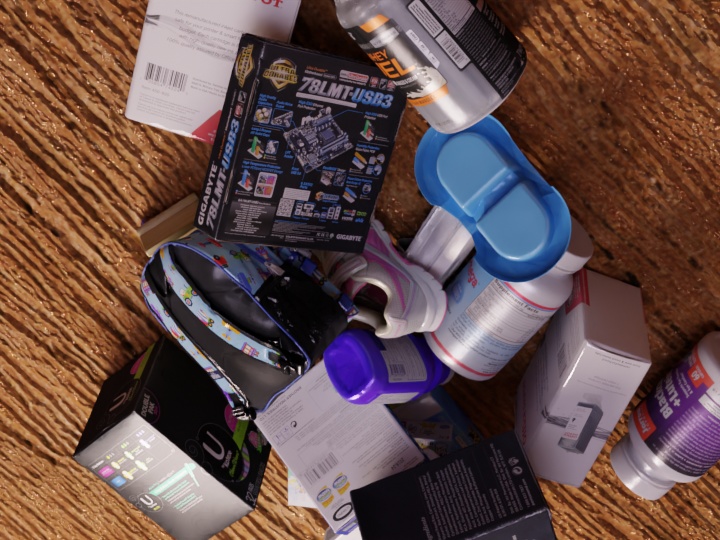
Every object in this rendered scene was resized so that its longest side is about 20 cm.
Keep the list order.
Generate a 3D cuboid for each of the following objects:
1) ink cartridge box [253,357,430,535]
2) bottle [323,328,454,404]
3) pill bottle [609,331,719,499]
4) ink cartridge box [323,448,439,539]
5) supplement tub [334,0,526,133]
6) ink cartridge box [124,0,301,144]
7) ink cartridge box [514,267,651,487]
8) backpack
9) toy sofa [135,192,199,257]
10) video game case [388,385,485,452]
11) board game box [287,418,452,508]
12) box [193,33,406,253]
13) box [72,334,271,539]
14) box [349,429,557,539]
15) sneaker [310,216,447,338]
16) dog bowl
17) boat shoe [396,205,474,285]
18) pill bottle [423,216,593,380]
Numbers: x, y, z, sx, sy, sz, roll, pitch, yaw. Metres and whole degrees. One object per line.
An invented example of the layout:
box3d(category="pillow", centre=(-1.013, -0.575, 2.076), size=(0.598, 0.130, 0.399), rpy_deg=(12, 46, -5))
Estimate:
box3d(category="ink cartridge box", centre=(-0.012, 0.210, 1.520), size=(0.136, 0.076, 0.200), rpy_deg=(-39, 73, 1))
box3d(category="bottle", centre=(0.040, 0.109, 1.498), size=(0.065, 0.199, 0.084), rpy_deg=(-39, 68, 25))
box3d(category="pill bottle", centre=(0.383, 0.175, 1.535), size=(0.111, 0.112, 0.200), rpy_deg=(29, 122, -12))
box3d(category="ink cartridge box", centre=(0.080, 0.331, 1.624), size=(0.176, 0.045, 0.200), rpy_deg=(38, 121, -15))
box3d(category="supplement tub", centre=(0.060, -0.243, 1.290), size=(0.122, 0.123, 0.200), rpy_deg=(-34, 113, 26))
box3d(category="ink cartridge box", centre=(-0.146, -0.237, 1.344), size=(0.146, 0.083, 0.201), rpy_deg=(17, 124, -6))
box3d(category="ink cartridge box", centre=(0.248, 0.123, 1.497), size=(0.084, 0.146, 0.201), rpy_deg=(19, 125, -7))
box3d(category="backpack", centre=(-0.128, 0.034, 1.399), size=(0.200, 0.135, 0.183), rpy_deg=(43, 143, -1))
box3d(category="toy sofa", centre=(-0.173, 0.012, 1.529), size=(0.083, 0.098, 0.201), rpy_deg=(-32, 117, -2))
box3d(category="video game case", centre=(0.071, 0.246, 1.666), size=(0.181, 0.046, 0.200), rpy_deg=(-28, 116, 25))
box3d(category="board game box", centre=(0.010, 0.240, 1.620), size=(0.198, 0.034, 0.135), rpy_deg=(5, 125, 5))
box3d(category="box", centre=(-0.055, -0.122, 1.330), size=(0.199, 0.050, 0.200), rpy_deg=(4, 106, -42))
box3d(category="box", centre=(-0.225, 0.212, 1.619), size=(0.124, 0.149, 0.200), rpy_deg=(-36, 112, 28))
box3d(category="box", centre=(0.115, 0.304, 1.455), size=(0.199, 0.118, 0.197), rpy_deg=(-21, 135, 1))
box3d(category="sneaker", centre=(0.000, 0.000, 1.445), size=(0.200, 0.088, 0.082), rpy_deg=(39, 127, 25))
box3d(category="dog bowl", centre=(0.143, -0.076, 1.376), size=(0.111, 0.050, 0.200), rpy_deg=(-43, 72, 15))
box3d(category="boat shoe", centre=(0.066, -0.010, 1.485), size=(0.069, 0.072, 0.200), rpy_deg=(45, 134, 11))
box3d(category="pill bottle", centre=(0.165, 0.022, 1.463), size=(0.108, 0.109, 0.200), rpy_deg=(31, 122, -13))
